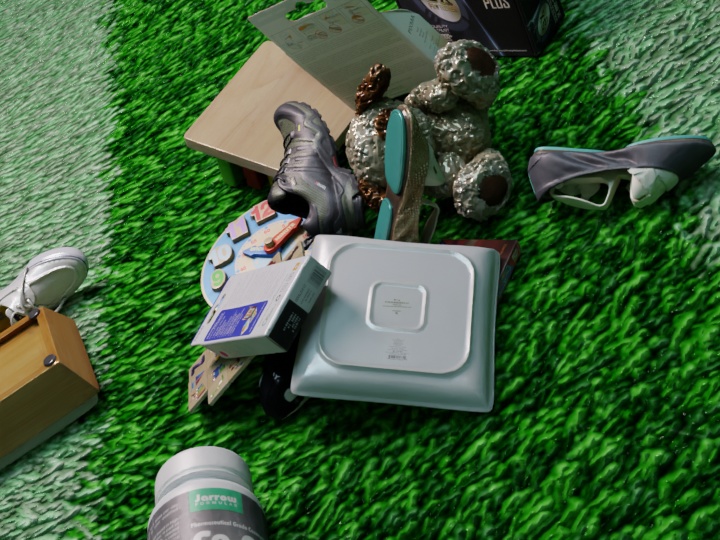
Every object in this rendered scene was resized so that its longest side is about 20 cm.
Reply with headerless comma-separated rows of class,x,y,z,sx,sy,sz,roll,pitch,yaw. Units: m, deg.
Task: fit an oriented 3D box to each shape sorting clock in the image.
shape sorting clock,-0.103,-0.021,1.472,0.197,0.039,0.201,-19,38,15

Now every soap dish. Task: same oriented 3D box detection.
soap dish,-0.415,0.143,1.457,0.199,0.082,0.158,-34,37,-3

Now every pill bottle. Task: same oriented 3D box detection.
pill bottle,-0.135,0.262,1.107,0.112,0.114,0.201,-24,38,7

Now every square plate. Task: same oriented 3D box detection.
square plate,0.039,0.043,1.233,0.197,0.029,0.200,5,52,4

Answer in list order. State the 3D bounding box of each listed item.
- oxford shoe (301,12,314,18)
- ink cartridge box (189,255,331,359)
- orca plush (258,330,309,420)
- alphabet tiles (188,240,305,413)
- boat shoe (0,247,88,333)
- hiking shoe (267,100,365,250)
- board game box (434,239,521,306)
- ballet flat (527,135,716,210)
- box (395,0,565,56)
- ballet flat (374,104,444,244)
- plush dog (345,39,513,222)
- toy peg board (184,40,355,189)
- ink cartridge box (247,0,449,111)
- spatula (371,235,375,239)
oxford shoe,-0.048,-0.342,1.787,0.075,0.058,0.200,-33,35,-1
ink cartridge box,-0.107,0.041,1.276,0.199,0.037,0.095,-9,48,59
orca plush,-0.045,0.058,1.291,0.200,0.071,0.105,-44,62,-13
alphabet tiles,-0.123,0.060,1.342,0.200,0.006,0.167,-49,20,11
boat shoe,-0.434,0.050,1.582,0.200,0.075,0.086,-30,36,4
hiking shoe,-0.072,-0.118,1.453,0.100,0.076,0.201,-23,57,-13
board game box,0.089,0.044,1.286,0.102,0.020,0.201,2,47,33
ballet flat,0.272,-0.097,1.295,0.197,0.074,0.074,-2,44,23
box,0.143,-0.370,1.603,0.198,0.165,0.086,10,51,39
ballet flat,0.055,-0.084,1.326,0.064,0.202,0.071,-2,33,-16
plush dog,0.065,-0.150,1.403,0.169,0.203,0.160,-7,2,-15
toy peg board,-0.089,-0.182,1.622,0.197,0.098,0.201,20,58,27
ink cartridge box,-0.010,-0.276,1.453,0.161,0.199,0.051,-13,51,41
spatula,0.000,0.000,1.393,0.056,0.021,0.201,13,53,34
